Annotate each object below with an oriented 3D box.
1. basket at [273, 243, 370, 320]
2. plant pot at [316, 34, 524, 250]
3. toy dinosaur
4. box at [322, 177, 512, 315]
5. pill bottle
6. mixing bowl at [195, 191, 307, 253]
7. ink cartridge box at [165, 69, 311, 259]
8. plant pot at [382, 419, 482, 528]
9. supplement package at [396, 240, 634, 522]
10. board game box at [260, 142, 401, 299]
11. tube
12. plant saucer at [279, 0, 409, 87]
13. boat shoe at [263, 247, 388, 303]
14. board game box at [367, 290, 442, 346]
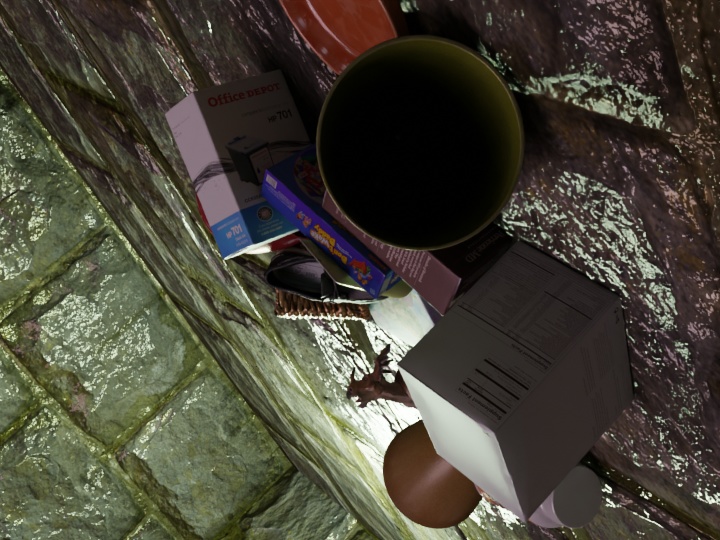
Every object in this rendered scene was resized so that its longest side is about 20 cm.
[{"bbox_3d":[-0.057,0.005,1.553,0.200,0.147,0.145,106,165,-86],"label":"basket"},{"bbox_3d":[0.049,-0.113,0.971,0.187,0.187,0.200,48,179,-2],"label":"plant pot"},{"bbox_3d":[0.083,0.158,1.520,0.135,0.199,0.086,40,126,19],"label":"toy dinosaur"},{"bbox_3d":[0.061,-0.055,1.127,0.200,0.100,0.075,42,143,17],"label":"box"},{"bbox_3d":[0.256,0.306,1.447,0.113,0.113,0.200,52,163,-16],"label":"pill bottle"},{"bbox_3d":[-0.161,-0.099,1.413,0.200,0.108,0.201,45,-158,-24],"label":"mixing bowl"},{"bbox_3d":[-0.137,-0.136,1.265,0.085,0.146,0.202,-18,94,53],"label":"ink cartridge box"},{"bbox_3d":[0.150,0.308,1.643,0.186,0.186,0.200,44,150,9],"label":"plant pot"},{"bbox_3d":[0.176,0.120,1.086,0.147,0.200,0.192,32,157,39],"label":"supplement package"},{"bbox_3d":[-0.004,-0.073,1.202,0.200,0.134,0.045,42,141,19],"label":"board game box"},{"bbox_3d":[0.000,0.000,1.244,0.057,0.053,0.199,0,173,31],"label":"tube"},{"bbox_3d":[-0.019,-0.268,0.997,0.200,0.032,0.201,43,163,16],"label":"plant saucer"},{"bbox_3d":[-0.047,0.013,1.379,0.197,0.066,0.075,16,119,24],"label":"boat shoe"},{"bbox_3d":[0.059,0.037,1.457,0.199,0.041,0.201,27,153,50],"label":"board game box"}]
